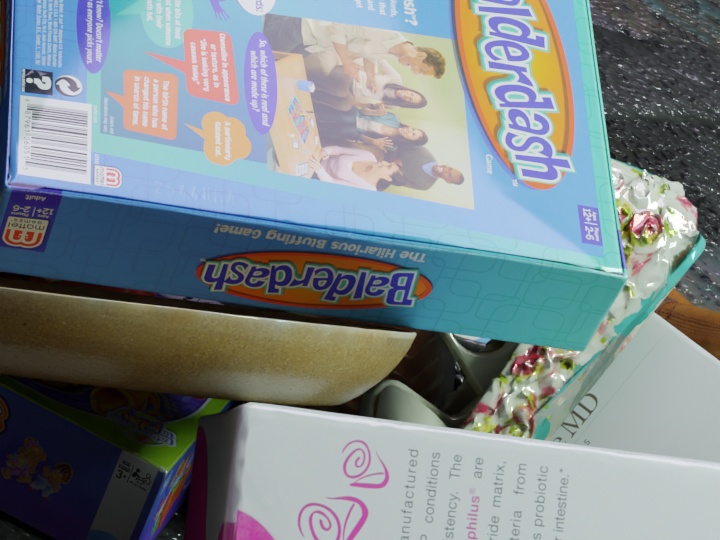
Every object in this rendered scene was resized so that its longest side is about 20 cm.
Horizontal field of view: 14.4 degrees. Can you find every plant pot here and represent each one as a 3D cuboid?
[{"bbox_3d":[-0.082,0.020,0.891,0.199,0.028,0.200,7,0,0],"label":"plant pot"}]

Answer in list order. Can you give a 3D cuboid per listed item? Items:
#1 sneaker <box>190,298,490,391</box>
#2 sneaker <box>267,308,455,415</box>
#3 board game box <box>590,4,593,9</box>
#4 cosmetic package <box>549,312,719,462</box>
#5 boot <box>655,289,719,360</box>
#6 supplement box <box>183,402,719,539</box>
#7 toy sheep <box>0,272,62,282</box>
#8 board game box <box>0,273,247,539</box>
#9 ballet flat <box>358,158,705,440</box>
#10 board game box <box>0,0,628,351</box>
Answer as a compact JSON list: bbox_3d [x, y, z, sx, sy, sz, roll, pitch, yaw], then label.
[{"bbox_3d":[0.022,0.041,1.100,0.199,0.072,0.073,28,16,0],"label":"sneaker"},{"bbox_3d":[0.000,0.000,1.035,0.071,0.202,0.080,4,4,0],"label":"sneaker"},{"bbox_3d":[-0.002,-0.121,1.350,0.199,0.121,0.032,33,18,18],"label":"board game box"},{"bbox_3d":[0.147,0.117,0.984,0.200,0.108,0.085,37,-4,27],"label":"cosmetic package"},{"bbox_3d":[0.110,0.019,1.101,0.200,0.068,0.189,29,-26,56],"label":"boot"},{"bbox_3d":[0.047,0.103,0.868,0.199,0.102,0.103,9,-6,-11],"label":"supplement box"},{"bbox_3d":[-0.109,-0.062,1.001,0.138,0.139,0.199,36,30,27],"label":"toy sheep"},{"bbox_3d":[-0.141,0.019,1.018,0.199,0.045,0.134,27,24,6],"label":"board game box"},{"bbox_3d":[0.039,0.041,0.972,0.064,0.200,0.076,38,-11,-7],"label":"ballet flat"},{"bbox_3d":[-0.020,-0.058,0.919,0.199,0.045,0.153,8,51,-14],"label":"board game box"}]
